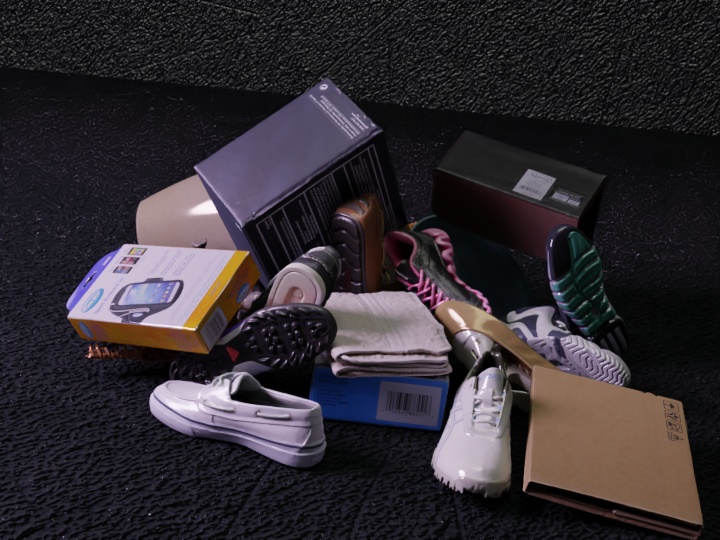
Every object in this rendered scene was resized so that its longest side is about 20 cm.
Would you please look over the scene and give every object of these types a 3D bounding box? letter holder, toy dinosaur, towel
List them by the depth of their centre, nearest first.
[{"bbox_3d":[0.017,0.063,1.161,0.132,0.035,0.200,1,19,-14],"label":"towel"},{"bbox_3d":[-0.223,0.059,1.227,0.136,0.102,0.200,35,14,29],"label":"toy dinosaur"},{"bbox_3d":[0.203,-0.075,1.409,0.200,0.142,0.101,22,48,20],"label":"letter holder"}]

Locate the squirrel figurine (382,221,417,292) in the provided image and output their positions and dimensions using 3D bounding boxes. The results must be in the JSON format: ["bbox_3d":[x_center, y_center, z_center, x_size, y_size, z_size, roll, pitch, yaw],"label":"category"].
[{"bbox_3d":[0.016,-0.018,1.520,0.200,0.142,0.187,13,2,-28],"label":"squirrel figurine"}]

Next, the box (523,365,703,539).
[{"bbox_3d":[0.243,0.171,1.046,0.163,0.021,0.200,14,29,3],"label":"box"}]

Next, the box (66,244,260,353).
[{"bbox_3d":[-0.220,0.027,1.148,0.200,0.042,0.119,3,44,32],"label":"box"}]

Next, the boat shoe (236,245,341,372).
[{"bbox_3d":[-0.081,0.046,1.165,0.072,0.200,0.068,37,43,-3],"label":"boat shoe"}]

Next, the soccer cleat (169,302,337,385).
[{"bbox_3d":[-0.107,0.077,1.124,0.200,0.068,0.073,-24,4,23],"label":"soccer cleat"}]

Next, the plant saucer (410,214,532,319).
[{"bbox_3d":[0.137,0.016,1.422,0.200,0.036,0.200,19,47,-22],"label":"plant saucer"}]

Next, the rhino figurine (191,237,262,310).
[{"bbox_3d":[-0.156,0.029,1.348,0.060,0.088,0.200,-35,37,-23],"label":"rhino figurine"}]

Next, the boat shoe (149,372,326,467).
[{"bbox_3d":[-0.119,0.131,1.060,0.200,0.067,0.074,13,19,21],"label":"boat shoe"}]

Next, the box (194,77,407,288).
[{"bbox_3d":[-0.068,-0.091,1.301,0.198,0.200,0.123,-36,58,-11],"label":"box"}]

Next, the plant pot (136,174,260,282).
[{"bbox_3d":[-0.205,-0.065,1.506,0.200,0.188,0.187,-6,16,9],"label":"plant pot"}]

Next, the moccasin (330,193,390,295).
[{"bbox_3d":[-0.001,0.000,1.292,0.074,0.202,0.078,17,37,31],"label":"moccasin"}]

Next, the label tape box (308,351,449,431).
[{"bbox_3d":[0.020,0.103,1.200,0.144,0.063,0.200,6,18,0],"label":"label tape box"}]

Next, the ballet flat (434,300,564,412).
[{"bbox_3d":[0.158,0.103,1.170,0.200,0.069,0.063,33,40,14],"label":"ballet flat"}]

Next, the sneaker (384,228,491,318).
[{"bbox_3d":[0.083,0.021,1.281,0.095,0.079,0.200,16,33,-40],"label":"sneaker"}]

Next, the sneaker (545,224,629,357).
[{"bbox_3d":[0.264,0.028,1.343,0.074,0.200,0.088,-33,23,-16],"label":"sneaker"}]

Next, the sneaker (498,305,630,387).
[{"bbox_3d":[0.242,0.089,1.286,0.199,0.080,0.130,5,23,33],"label":"sneaker"}]

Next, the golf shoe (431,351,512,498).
[{"bbox_3d":[0.115,0.145,1.048,0.078,0.097,0.200,9,19,3],"label":"golf shoe"}]
